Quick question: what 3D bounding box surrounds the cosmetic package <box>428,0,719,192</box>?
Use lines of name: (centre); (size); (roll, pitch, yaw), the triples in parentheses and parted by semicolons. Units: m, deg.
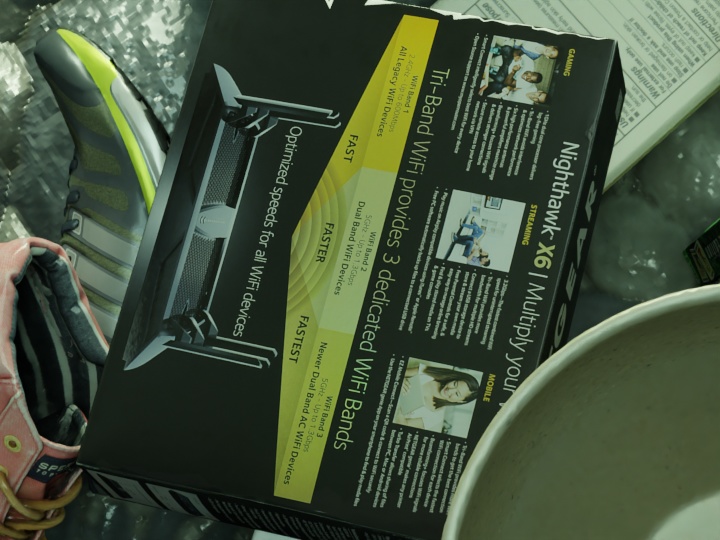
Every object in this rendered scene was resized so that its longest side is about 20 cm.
cosmetic package: (0.116, -0.114, 1.010); (0.200, 0.071, 0.105); (-40, 86, -6)

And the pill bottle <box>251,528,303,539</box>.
pill bottle: (0.057, 0.124, 0.958); (0.199, 0.111, 0.111); (19, 83, 1)

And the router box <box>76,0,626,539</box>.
router box: (0.000, 0.000, 0.915); (0.157, 0.052, 0.201); (12, 73, 14)

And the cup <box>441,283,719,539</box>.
cup: (0.132, 0.116, 0.826); (0.200, 0.143, 0.201); (-2, 78, 8)

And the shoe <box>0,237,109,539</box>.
shoe: (-0.142, 0.086, 0.950); (0.091, 0.071, 0.201); (-5, 92, 37)

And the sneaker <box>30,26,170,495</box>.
sneaker: (-0.100, -0.001, 0.992); (0.081, 0.074, 0.201); (-19, 82, 0)

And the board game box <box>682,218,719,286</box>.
board game box: (0.187, -0.034, 0.938); (0.105, 0.200, 0.024); (-27, 84, -4)
